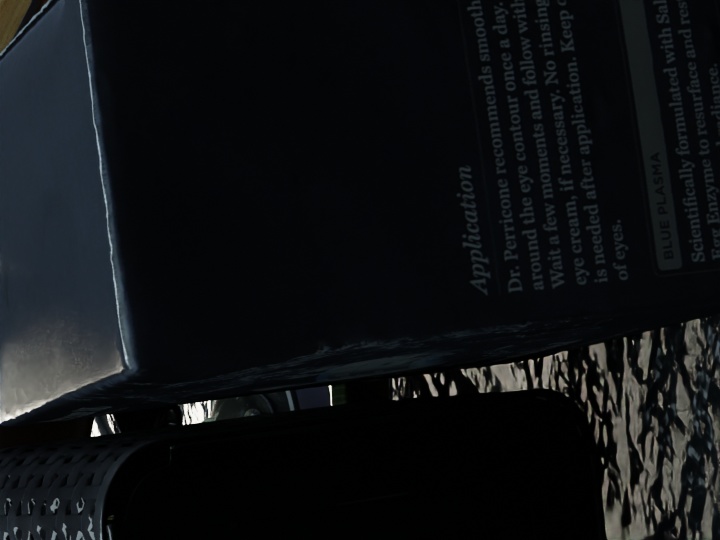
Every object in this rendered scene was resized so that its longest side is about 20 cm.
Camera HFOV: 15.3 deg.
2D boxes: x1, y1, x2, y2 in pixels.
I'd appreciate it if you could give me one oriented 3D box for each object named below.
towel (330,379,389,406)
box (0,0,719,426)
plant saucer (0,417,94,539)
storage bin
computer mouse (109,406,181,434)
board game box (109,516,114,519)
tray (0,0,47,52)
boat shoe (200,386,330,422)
[{"bbox_3d":[0.000,0.000,1.009,0.086,0.018,0.201,54,-148,-76],"label":"towel"},{"bbox_3d":[-0.006,-0.026,0.820,0.197,0.200,0.118,157,106,-71],"label":"box"},{"bbox_3d":[-0.111,0.039,0.981,0.200,0.034,0.201,-169,90,-87],"label":"plant saucer"},{"bbox_3d":[-0.020,0.115,0.871,0.094,0.200,0.136,-8,88,52],"label":"storage bin"},{"bbox_3d":[-0.058,0.083,1.022,0.200,0.046,0.141,116,135,-75],"label":"computer mouse"},{"bbox_3d":[-0.113,0.160,1.219,0.200,0.105,0.103,-122,12,-80],"label":"board game box"},{"bbox_3d":[-0.129,-0.132,1.190,0.099,0.037,0.200,71,-143,-59],"label":"tray"},{"bbox_3d":[-0.046,0.084,1.172,0.071,0.064,0.200,113,146,-54],"label":"boat shoe"}]
